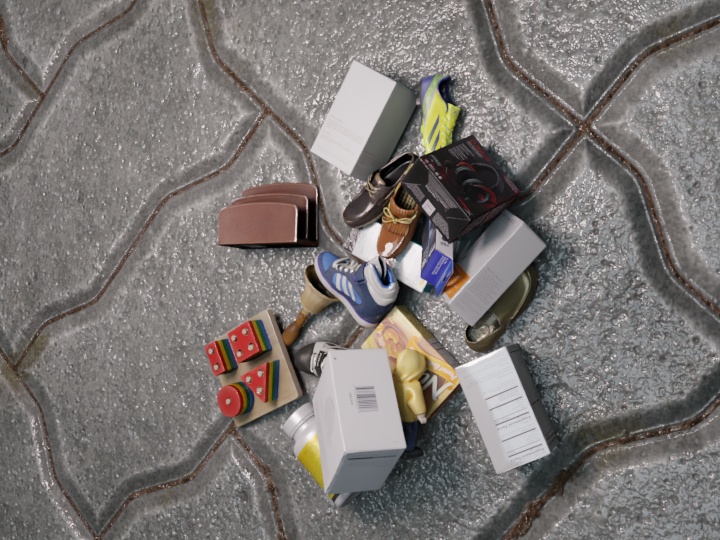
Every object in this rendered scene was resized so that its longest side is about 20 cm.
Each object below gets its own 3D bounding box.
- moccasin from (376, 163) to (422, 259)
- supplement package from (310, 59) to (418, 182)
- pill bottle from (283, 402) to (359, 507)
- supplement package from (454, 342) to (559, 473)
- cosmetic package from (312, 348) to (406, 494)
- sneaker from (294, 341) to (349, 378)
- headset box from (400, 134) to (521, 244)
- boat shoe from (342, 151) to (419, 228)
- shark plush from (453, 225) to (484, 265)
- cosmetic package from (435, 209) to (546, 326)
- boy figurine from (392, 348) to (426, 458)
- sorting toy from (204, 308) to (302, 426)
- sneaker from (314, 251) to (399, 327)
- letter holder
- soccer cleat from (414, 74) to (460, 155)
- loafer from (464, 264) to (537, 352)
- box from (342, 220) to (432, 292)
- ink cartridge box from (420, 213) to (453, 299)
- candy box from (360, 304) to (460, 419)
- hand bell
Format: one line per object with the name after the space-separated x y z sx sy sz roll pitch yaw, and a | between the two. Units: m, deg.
0.084 -0.117 1.491 0.073 0.077 0.203 36 105 22 | moccasin
0.010 -0.295 1.556 0.116 0.117 0.202 34 103 28 | supplement package
-0.067 0.372 1.584 0.200 0.111 0.112 45 106 18 | pill bottle
0.271 0.251 1.427 0.108 0.113 0.203 -26 78 20 | supplement package
-0.008 0.286 1.464 0.201 0.120 0.202 112 153 -52 | cosmetic package
-0.062 0.189 1.601 0.196 0.088 0.076 1 90 26 | sneaker
0.191 -0.156 1.422 0.149 0.199 0.075 52 136 11 | headset box
0.038 -0.168 1.541 0.199 0.073 0.075 -42 57 -1 | boat shoe
0.208 -0.031 1.493 0.081 0.091 0.205 0 82 -7 | shark plush
0.238 -0.007 1.430 0.071 0.102 0.200 40 97 -19 | cosmetic package
0.084 0.250 1.483 0.123 0.063 0.205 4 91 55 | boy figurine
-0.248 0.218 1.678 0.198 0.069 0.202 -29 77 31 | sorting toy
0.000 0.000 1.544 0.201 0.080 0.147 51 133 21 | sneaker
-0.197 -0.123 1.664 0.196 0.100 0.145 0 87 25 | letter holder
0.159 -0.287 1.520 0.082 0.064 0.205 -10 84 22 | soccer cleat
0.263 0.072 1.460 0.076 0.067 0.202 35 103 21 | loafer
0.067 -0.036 1.565 0.198 0.049 0.083 30 100 23 | box
0.145 -0.058 1.455 0.038 0.100 0.203 10 55 -9 | ink cartridge box
0.108 0.181 1.536 0.200 0.055 0.116 46 109 18 | candy box
-0.123 0.096 1.643 0.104 0.103 0.201 46 118 19 | hand bell
